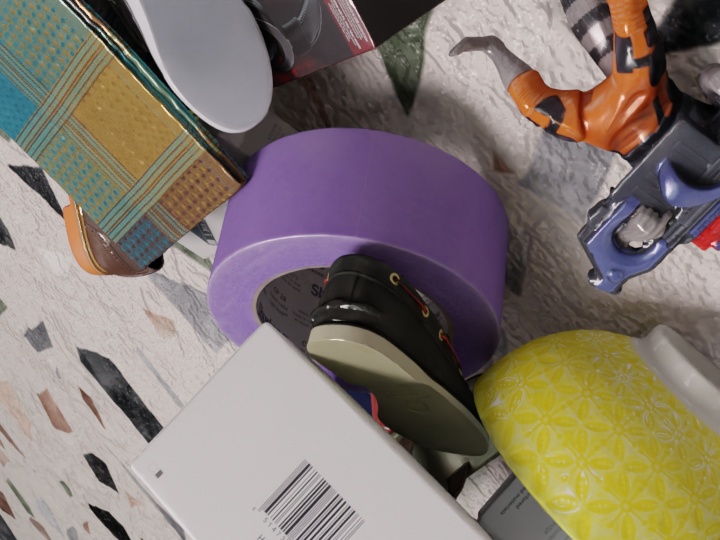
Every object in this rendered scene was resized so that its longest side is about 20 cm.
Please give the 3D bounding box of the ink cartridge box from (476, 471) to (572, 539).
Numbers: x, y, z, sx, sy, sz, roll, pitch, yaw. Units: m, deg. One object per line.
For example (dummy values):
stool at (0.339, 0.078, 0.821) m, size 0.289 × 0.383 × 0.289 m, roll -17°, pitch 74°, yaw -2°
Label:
ink cartridge box at (0.180, 0.218, 0.820) m, size 0.200 × 0.083 × 0.145 m, roll 43°, pitch 176°, yaw 10°

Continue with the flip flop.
flip flop at (0.057, 0.158, 0.915) m, size 0.081 × 0.058 × 0.200 m, roll 43°, pitch 118°, yaw -6°

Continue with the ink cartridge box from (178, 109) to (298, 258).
ink cartridge box at (-0.075, -0.047, 0.892) m, size 0.175 × 0.045 × 0.199 m, roll 33°, pitch 154°, yaw -23°

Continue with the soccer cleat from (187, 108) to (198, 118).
soccer cleat at (-0.144, -0.102, 0.948) m, size 0.199 × 0.083 × 0.066 m, roll 15°, pitch 119°, yaw 43°

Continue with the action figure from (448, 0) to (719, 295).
action figure at (0.168, -0.097, 0.590) m, size 0.194 × 0.105 × 0.200 m, roll 46°, pitch 121°, yaw -5°

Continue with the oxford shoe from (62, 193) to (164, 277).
oxford shoe at (-0.188, -0.089, 0.850) m, size 0.072 × 0.071 × 0.202 m, roll 7°, pitch 123°, yaw 34°

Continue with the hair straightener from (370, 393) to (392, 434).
hair straightener at (0.048, 0.162, 0.992) m, size 0.040 × 0.077 × 0.203 m, roll 0°, pitch 108°, yaw 31°

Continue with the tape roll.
tape roll at (0.000, 0.000, 0.784) m, size 0.197 × 0.086 × 0.201 m, roll 8°, pitch 147°, yaw 5°

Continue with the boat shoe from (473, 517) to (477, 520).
boat shoe at (0.086, 0.232, 0.933) m, size 0.062 × 0.198 × 0.072 m, roll 2°, pitch 80°, yaw 46°

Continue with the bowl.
bowl at (0.177, 0.099, 0.709) m, size 0.200 × 0.200 × 0.108 m, roll 44°, pitch 105°, yaw 11°

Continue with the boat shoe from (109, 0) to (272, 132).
boat shoe at (-0.128, -0.173, 0.742) m, size 0.201 × 0.070 × 0.066 m, roll 51°, pitch 168°, yaw -6°

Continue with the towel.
towel at (-0.180, -0.102, 0.769) m, size 0.200 × 0.022 × 0.146 m, roll 46°, pitch 136°, yaw -12°

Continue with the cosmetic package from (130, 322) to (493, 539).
cosmetic package at (-0.008, 0.163, 0.728) m, size 0.199 × 0.123 × 0.200 m, roll 42°, pitch 173°, yaw 20°

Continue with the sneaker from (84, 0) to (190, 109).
sneaker at (-0.166, -0.175, 0.844) m, size 0.087 × 0.075 × 0.199 m, roll 42°, pitch -172°, yaw 32°

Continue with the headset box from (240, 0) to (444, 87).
headset box at (-0.046, -0.205, 0.733) m, size 0.199 × 0.077 × 0.150 m, roll -5°, pitch 119°, yaw 55°

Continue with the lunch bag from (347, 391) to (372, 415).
lunch bag at (-0.051, 0.165, 1.058) m, size 0.199 × 0.136 × 0.133 m, roll 38°, pitch 146°, yaw 20°

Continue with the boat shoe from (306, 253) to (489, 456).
boat shoe at (0.035, 0.061, 0.728) m, size 0.073 × 0.064 × 0.202 m, roll -3°, pitch 148°, yaw 30°
